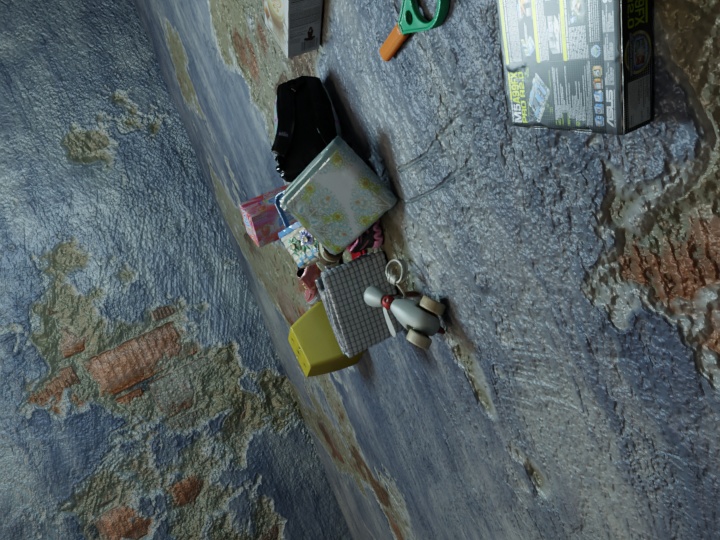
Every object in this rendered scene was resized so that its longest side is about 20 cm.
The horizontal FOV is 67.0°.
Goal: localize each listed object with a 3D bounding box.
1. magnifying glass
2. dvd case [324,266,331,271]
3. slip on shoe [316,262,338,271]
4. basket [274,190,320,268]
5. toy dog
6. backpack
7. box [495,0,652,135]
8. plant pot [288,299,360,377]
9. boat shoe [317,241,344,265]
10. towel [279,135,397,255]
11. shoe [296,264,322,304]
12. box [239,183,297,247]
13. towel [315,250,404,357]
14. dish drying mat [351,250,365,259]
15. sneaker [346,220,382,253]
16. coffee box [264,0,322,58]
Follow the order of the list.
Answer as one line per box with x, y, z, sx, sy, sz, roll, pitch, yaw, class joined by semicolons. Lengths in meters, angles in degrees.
0.072;-0.363;0.788;0.081;0.022;0.199;67;159;-1;magnifying glass
-0.034;0.092;1.498;0.201;0.016;0.150;49;159;18;dvd case
-0.103;-0.090;1.482;0.061;0.072;0.204;-104;-1;-67;slip on shoe
-0.123;-0.125;1.345;0.175;0.137;0.204;-27;82;41;basket
0.101;0.084;1.100;0.096;0.132;0.201;30;-163;-45;toy dog
-0.116;-0.296;1.143;0.127;0.162;0.206;132;127;-77;backpack
0.205;-0.244;0.538;0.160;0.043;0.204;32;140;59;box
-0.116;0.214;1.675;0.203;0.173;0.201;61;159;16;plant pot
-0.070;-0.109;1.244;0.075;0.073;0.207;129;151;-61;boat shoe
-0.049;-0.142;1.087;0.171;0.049;0.199;42;124;-15;towel
-0.150;0.023;1.588;0.202;0.089;0.073;-61;36;42;shoe
-0.218;-0.159;1.493;0.103;0.197;0.096;43;151;47;box
-0.002;0.072;1.244;0.205;0.162;0.085;70;165;-10;towel
0.000;0.000;1.370;0.077;0.018;0.204;42;149;51;dish drying mat
-0.012;-0.125;1.154;0.079;0.094;0.204;38;145;55;sneaker
-0.128;-0.530;1.029;0.116;0.078;0.201;57;158;22;coffee box
